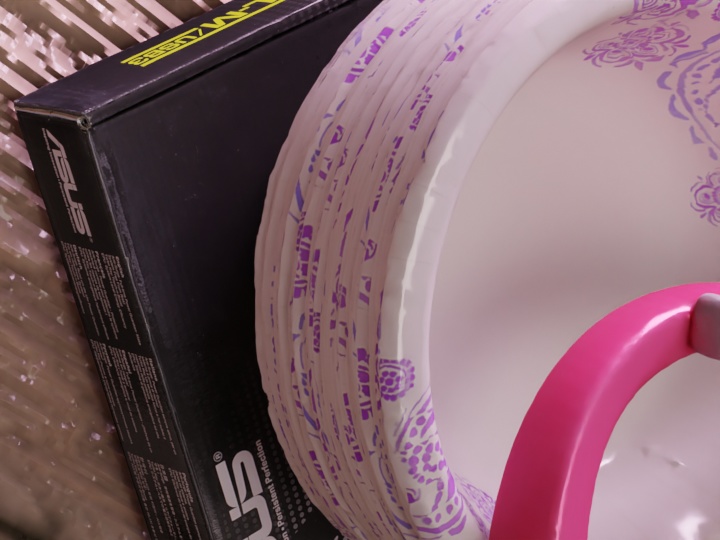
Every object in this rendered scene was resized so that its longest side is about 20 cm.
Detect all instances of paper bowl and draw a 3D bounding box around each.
[{"bbox_3d":[0.053,0.001,0.652,0.201,0.104,0.201,-10,106,-40],"label":"paper bowl"}]

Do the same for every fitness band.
[{"bbox_3d":[0.120,0.078,0.636,0.200,0.037,0.144,7,96,-40],"label":"fitness band"}]

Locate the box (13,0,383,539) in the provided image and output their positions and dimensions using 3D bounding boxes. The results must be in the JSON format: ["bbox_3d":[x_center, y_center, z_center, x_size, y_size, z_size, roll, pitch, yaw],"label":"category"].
[{"bbox_3d":[0.000,0.000,0.706,0.193,0.047,0.200,-30,118,-35],"label":"box"}]
